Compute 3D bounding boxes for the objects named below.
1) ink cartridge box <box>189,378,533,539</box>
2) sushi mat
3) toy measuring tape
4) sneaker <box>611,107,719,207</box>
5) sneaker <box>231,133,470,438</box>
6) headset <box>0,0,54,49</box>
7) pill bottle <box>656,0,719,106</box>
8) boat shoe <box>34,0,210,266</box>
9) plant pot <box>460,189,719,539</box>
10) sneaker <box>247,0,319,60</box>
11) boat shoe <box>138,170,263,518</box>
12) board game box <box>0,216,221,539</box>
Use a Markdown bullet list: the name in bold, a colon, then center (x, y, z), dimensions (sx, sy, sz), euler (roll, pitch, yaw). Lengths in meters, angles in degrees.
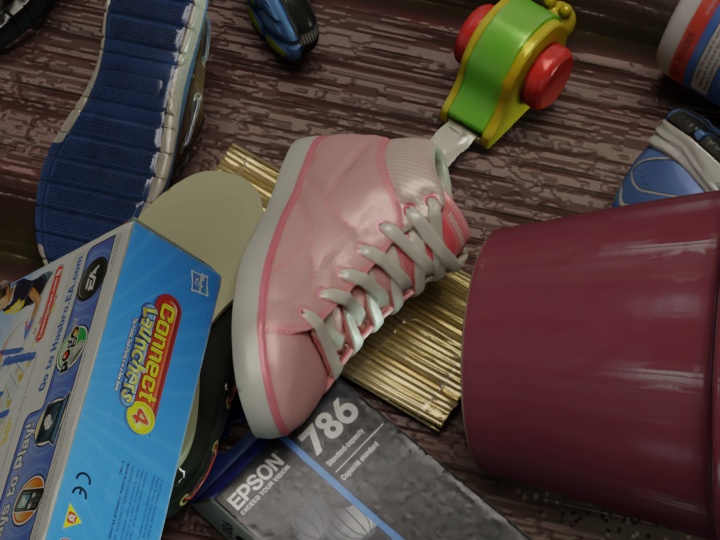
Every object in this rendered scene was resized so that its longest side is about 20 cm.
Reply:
- **ink cartridge box**: center (-0.003, 0.128, 0.800), dimensions (0.200, 0.039, 0.099), euler (37, 64, 17)
- **sushi mat**: center (-0.016, 0.007, 0.886), dimensions (0.200, 0.012, 0.096), euler (30, 59, 12)
- **toy measuring tape**: center (0.069, -0.107, 0.925), dimensions (0.074, 0.074, 0.200), euler (36, 60, 16)
- **sneaker**: center (0.231, -0.002, 0.889), dimensions (0.200, 0.076, 0.077), euler (45, 109, 7)
- **sneaker**: center (0.000, 0.000, 0.817), dimensions (0.104, 0.075, 0.200), euler (-2, 45, 18)
- **headset**: center (-0.227, -0.214, 0.980), dimensions (0.123, 0.094, 0.200), euler (38, 78, 12)
- **pill bottle**: center (0.290, -0.120, 0.932), dimensions (0.200, 0.112, 0.112), euler (34, 62, 15)
- **boat shoe**: center (-0.123, -0.081, 0.889), dimensions (0.072, 0.072, 0.200), euler (18, 85, 15)
- **plant pot**: center (0.152, 0.044, 0.781), dimensions (0.179, 0.200, 0.200), euler (3, 57, 20)
- **sneaker**: center (-0.037, -0.222, 0.988), dimensions (0.083, 0.071, 0.200), euler (-1, 56, 1)
- **boat shoe**: center (-0.097, 0.035, 0.818), dimensions (0.074, 0.063, 0.202), euler (9, 55, 5)
- **board game box**: center (-0.164, 0.099, 0.717), dimensions (0.056, 0.196, 0.200), euler (33, 53, -32)
